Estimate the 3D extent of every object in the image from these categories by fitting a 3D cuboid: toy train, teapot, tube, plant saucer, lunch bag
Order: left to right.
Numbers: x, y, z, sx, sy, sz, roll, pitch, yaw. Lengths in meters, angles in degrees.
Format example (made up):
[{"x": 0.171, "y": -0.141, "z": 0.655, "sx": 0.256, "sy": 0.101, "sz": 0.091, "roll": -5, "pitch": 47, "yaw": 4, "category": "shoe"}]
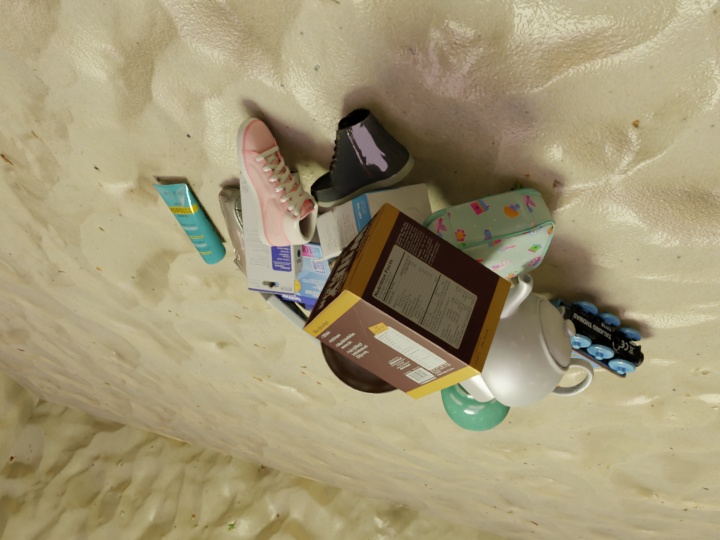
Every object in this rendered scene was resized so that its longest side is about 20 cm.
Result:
[{"x": -0.322, "y": -0.095, "z": 1.291, "sx": 0.075, "sy": 0.051, "sz": 0.202, "roll": -2, "pitch": 140, "yaw": 19, "category": "tube"}, {"x": 0.026, "y": 0.116, "z": 1.182, "sx": 0.195, "sy": 0.205, "sz": 0.032, "roll": 17, "pitch": -170, "yaw": 2, "category": "plant saucer"}, {"x": 0.175, "y": -0.034, "z": 0.979, "sx": 0.195, "sy": 0.079, "sz": 0.161, "roll": -15, "pitch": 153, "yaw": -5, "category": "lunch bag"}, {"x": 0.275, "y": 0.116, "z": 1.068, "sx": 0.144, "sy": 0.203, "sz": 0.198, "roll": -22, "pitch": 168, "yaw": 30, "category": "teapot"}, {"x": 0.403, "y": 0.120, "z": 1.178, "sx": 0.197, "sy": 0.089, "sz": 0.114, "roll": 28, "pitch": 159, "yaw": -17, "category": "toy train"}]

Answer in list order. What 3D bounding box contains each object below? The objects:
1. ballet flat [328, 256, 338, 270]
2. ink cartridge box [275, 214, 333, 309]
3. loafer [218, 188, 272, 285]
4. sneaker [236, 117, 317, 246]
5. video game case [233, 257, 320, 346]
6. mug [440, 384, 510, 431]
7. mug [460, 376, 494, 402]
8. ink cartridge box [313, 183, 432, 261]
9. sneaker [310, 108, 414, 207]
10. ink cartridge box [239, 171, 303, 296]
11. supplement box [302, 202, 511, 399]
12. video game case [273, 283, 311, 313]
[{"x": 0.000, "y": 0.000, "z": 1.157, "sx": 0.066, "sy": 0.048, "sz": 0.199, "roll": -10, "pitch": 174, "yaw": 18, "category": "ballet flat"}, {"x": -0.093, "y": -0.008, "z": 1.225, "sx": 0.133, "sy": 0.077, "sz": 0.203, "roll": 10, "pitch": 141, "yaw": 21, "category": "ink cartridge box"}, {"x": -0.207, "y": -0.060, "z": 1.227, "sx": 0.062, "sy": 0.072, "sz": 0.204, "roll": 17, "pitch": 131, "yaw": 38, "category": "loafer"}, {"x": -0.117, "y": -0.130, "z": 1.013, "sx": 0.102, "sy": 0.075, "sz": 0.205, "roll": 8, "pitch": 120, "yaw": 34, "category": "sneaker"}, {"x": -0.161, "y": 0.065, "z": 1.377, "sx": 0.200, "sy": 0.023, "sz": 0.181, "roll": 47, "pitch": 177, "yaw": -41, "category": "video game case"}, {"x": 0.227, "y": 0.242, "z": 1.410, "sx": 0.180, "sy": 0.155, "sz": 0.115, "roll": 8, "pitch": 151, "yaw": 17, "category": "mug"}, {"x": 0.220, "y": 0.129, "z": 1.280, "sx": 0.152, "sy": 0.189, "sz": 0.149, "roll": 35, "pitch": -179, "yaw": -12, "category": "mug"}, {"x": 0.008, "y": -0.071, "z": 1.032, "sx": 0.114, "sy": 0.069, "sz": 0.198, "roll": -14, "pitch": 178, "yaw": -33, "category": "ink cartridge box"}, {"x": -0.021, "y": -0.166, "z": 0.974, "sx": 0.197, "sy": 0.076, "sz": 0.107, "roll": -15, "pitch": 126, "yaw": 43, "category": "sneaker"}, {"x": -0.148, "y": -0.064, "z": 1.120, "sx": 0.097, "sy": 0.039, "sz": 0.206, "roll": 6, "pitch": 107, "yaw": 21, "category": "ink cartridge box"}, {"x": 0.056, "y": 0.051, "z": 0.901, "sx": 0.197, "sy": 0.135, "sz": 0.197, "roll": 31, "pitch": 153, "yaw": -9, "category": "supplement box"}, {"x": -0.100, "y": 0.026, "z": 1.378, "sx": 0.179, "sy": 0.023, "sz": 0.200, "roll": -9, "pitch": 140, "yaw": 41, "category": "video game case"}]
